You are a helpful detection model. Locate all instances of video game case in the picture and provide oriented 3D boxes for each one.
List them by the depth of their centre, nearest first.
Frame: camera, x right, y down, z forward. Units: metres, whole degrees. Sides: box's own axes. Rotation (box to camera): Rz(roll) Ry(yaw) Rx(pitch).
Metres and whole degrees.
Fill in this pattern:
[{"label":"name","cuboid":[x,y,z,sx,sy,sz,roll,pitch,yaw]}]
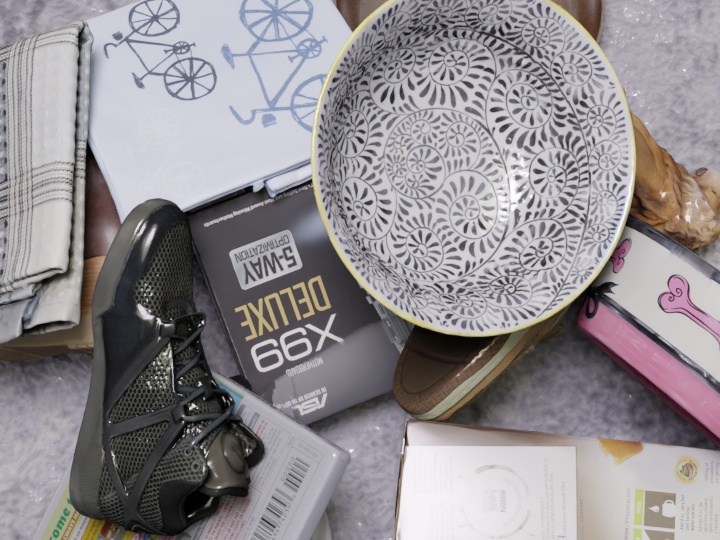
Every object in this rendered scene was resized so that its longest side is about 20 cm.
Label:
[{"label":"video game case","cuboid":[-0.119,0.162,0.837,0.181,0.022,0.201,27,91,32]}]

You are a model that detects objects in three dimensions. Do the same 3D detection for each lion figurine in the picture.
[{"label":"lion figurine","cuboid":[0.169,-0.086,0.894,0.072,0.199,0.123,-41,51,20]}]

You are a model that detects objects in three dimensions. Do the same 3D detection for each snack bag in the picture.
[{"label":"snack bag","cuboid":[-0.092,-0.119,0.873,0.199,0.021,0.189,-23,59,-13]}]

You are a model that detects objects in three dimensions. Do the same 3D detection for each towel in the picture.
[{"label":"towel","cuboid":[-0.250,-0.046,0.859,0.191,0.034,0.202,-11,72,30]}]

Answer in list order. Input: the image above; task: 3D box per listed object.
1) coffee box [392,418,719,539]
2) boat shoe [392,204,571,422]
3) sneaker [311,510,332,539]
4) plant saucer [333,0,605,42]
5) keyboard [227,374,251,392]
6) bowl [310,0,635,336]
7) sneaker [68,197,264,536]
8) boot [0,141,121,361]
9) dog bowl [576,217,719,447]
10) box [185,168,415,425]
[{"label":"coffee box","cuboid":[0.121,0.150,0.845,0.198,0.114,0.081,5,74,3]},{"label":"boat shoe","cuboid":[0.104,0.024,0.855,0.200,0.076,0.072,-49,41,-7]},{"label":"sneaker","cuboid":[-0.037,0.215,0.836,0.074,0.087,0.202,0,74,-22]},{"label":"plant saucer","cuboid":[0.079,-0.193,0.993,0.198,0.032,0.202,-1,74,2]},{"label":"keyboard","cuboid":[-0.108,0.172,0.852,0.039,0.104,0.202,12,68,-38]},{"label":"bowl","cuboid":[0.054,-0.064,0.800,0.199,0.094,0.203,0,90,-17]},{"label":"sneaker","cuboid":[-0.103,0.063,0.787,0.113,0.076,0.202,13,99,26]},{"label":"boot","cuboid":[-0.223,-0.027,0.910,0.198,0.072,0.168,-3,76,22]},{"label":"dog bowl","cuboid":[0.219,0.058,0.836,0.200,0.200,0.074,40,92,12]},{"label":"box","cuboid":[0.000,0.000,0.889,0.198,0.050,0.159,-20,102,-7]}]
